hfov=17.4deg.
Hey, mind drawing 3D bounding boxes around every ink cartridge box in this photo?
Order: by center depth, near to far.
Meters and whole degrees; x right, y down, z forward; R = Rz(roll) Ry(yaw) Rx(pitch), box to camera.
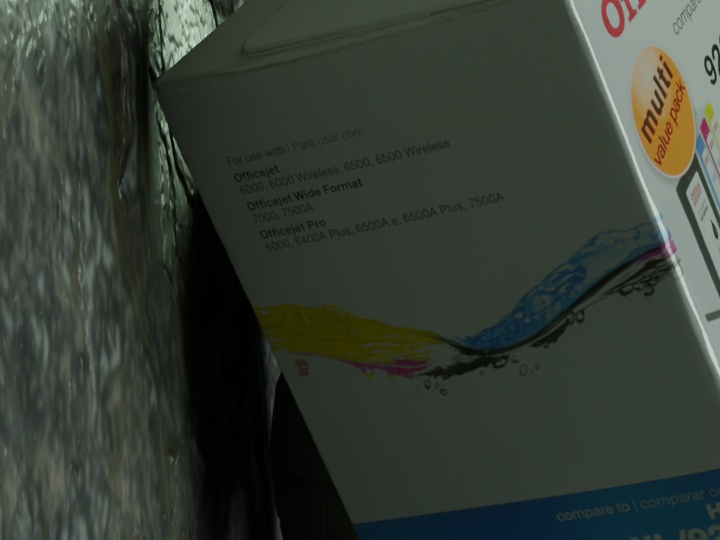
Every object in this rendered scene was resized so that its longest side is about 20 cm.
[{"bbox_3d":[0.060,-0.016,0.742,0.200,0.144,0.147,65,34,-20],"label":"ink cartridge box"}]

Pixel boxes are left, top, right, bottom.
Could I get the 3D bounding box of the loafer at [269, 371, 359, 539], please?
[{"bbox_3d":[0.005,0.036,0.837,0.072,0.063,0.201,9,-72,57],"label":"loafer"}]
